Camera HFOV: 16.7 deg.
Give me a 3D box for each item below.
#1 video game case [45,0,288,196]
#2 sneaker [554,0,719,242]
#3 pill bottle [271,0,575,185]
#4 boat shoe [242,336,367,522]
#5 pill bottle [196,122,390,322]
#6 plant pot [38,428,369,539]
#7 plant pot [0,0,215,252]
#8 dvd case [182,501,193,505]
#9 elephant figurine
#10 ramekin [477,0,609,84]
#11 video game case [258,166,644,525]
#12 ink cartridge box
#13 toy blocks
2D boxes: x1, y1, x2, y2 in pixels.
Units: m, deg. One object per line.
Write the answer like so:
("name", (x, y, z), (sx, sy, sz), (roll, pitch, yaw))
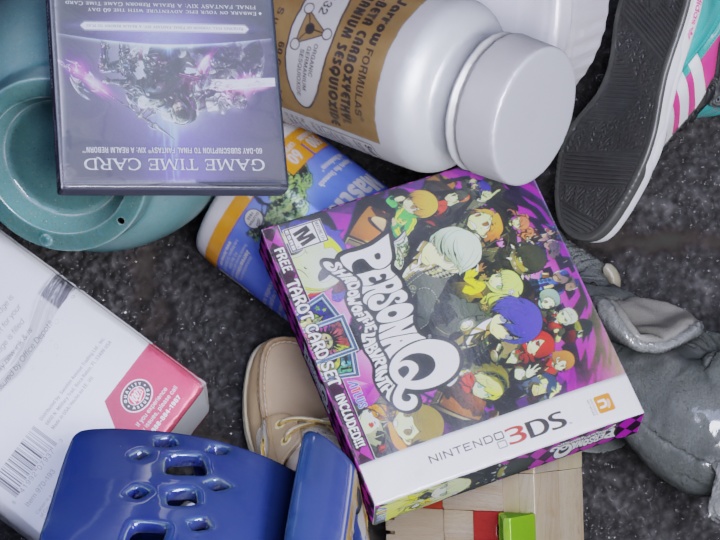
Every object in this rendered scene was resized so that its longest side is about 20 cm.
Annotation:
("video game case", (-0.121, -0.144, 1.512), (0.142, 0.019, 0.201), (0, 76, -18))
("sneaker", (0.207, -0.108, 1.661), (0.083, 0.120, 0.201), (26, 99, 41))
("pill bottle", (0.030, -0.125, 1.551), (0.199, 0.114, 0.115), (22, 75, 33))
("boat shoe", (-0.029, 0.127, 1.600), (0.073, 0.069, 0.201), (-6, 66, -18))
("pill bottle", (0.000, 0.000, 1.624), (0.200, 0.112, 0.112), (36, 78, 8))
("plant pot", (-0.083, 0.216, 1.453), (0.179, 0.200, 0.201), (-6, 119, 8))
("plant pot", (-0.175, -0.093, 1.582), (0.199, 0.134, 0.201), (5, 117, 10))
("dvd case", (-0.105, 0.242, 1.609), (0.200, 0.025, 0.150), (-42, 80, -11))
("elephant figurine", (0.170, 0.061, 1.603), (0.199, 0.155, 0.142), (27, 83, 1))
("ramekin", (0.075, -0.186, 1.638), (0.202, 0.094, 0.204), (8, 104, 37))
("video game case", (0.054, 0.037, 1.526), (0.180, 0.036, 0.201), (-17, 66, -13))
("ink cartridge box", (-0.221, 0.080, 1.608), (0.200, 0.083, 0.145), (36, 79, 8))
("toy blocks", (0.075, 0.176, 1.581), (0.136, 0.100, 0.201), (-1, 91, 42))
